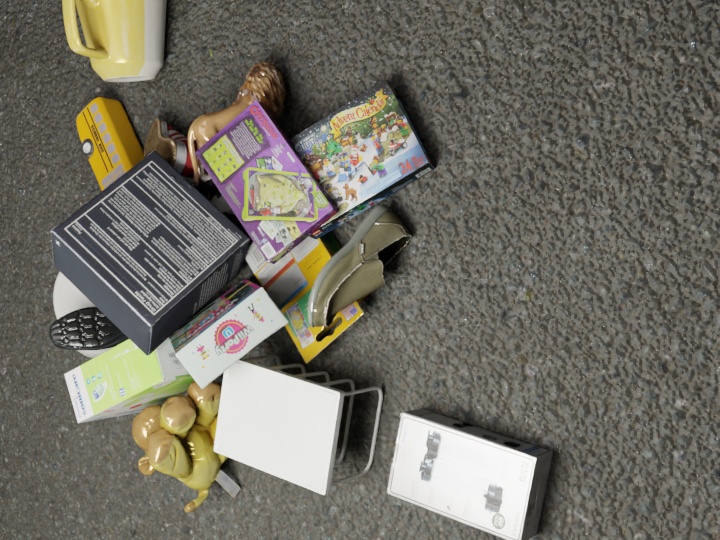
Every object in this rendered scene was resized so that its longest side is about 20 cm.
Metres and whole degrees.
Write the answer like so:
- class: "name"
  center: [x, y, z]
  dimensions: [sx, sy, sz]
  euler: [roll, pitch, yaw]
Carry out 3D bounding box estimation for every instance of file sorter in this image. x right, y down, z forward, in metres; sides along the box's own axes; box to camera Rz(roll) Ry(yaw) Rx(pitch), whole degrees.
- class: "file sorter"
  center: [-0.087, 0.207, 1.358]
  dimensions: [0.198, 0.124, 0.140]
  euler: [13, 98, 32]

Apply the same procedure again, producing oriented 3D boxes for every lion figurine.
- class: "lion figurine"
  center: [-0.186, -0.216, 1.413]
  dimensions: [0.072, 0.199, 0.123]
  euler: [12, 130, 61]

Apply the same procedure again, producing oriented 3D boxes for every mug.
- class: "mug"
  center: [-0.394, -0.382, 1.535]
  dimensions: [0.149, 0.185, 0.155]
  euler: [7, 104, 58]

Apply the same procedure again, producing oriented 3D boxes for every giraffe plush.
- class: "giraffe plush"
  center: [-0.281, 0.257, 1.486]
  dimensions: [0.161, 0.172, 0.202]
  euler: [14, 132, 41]

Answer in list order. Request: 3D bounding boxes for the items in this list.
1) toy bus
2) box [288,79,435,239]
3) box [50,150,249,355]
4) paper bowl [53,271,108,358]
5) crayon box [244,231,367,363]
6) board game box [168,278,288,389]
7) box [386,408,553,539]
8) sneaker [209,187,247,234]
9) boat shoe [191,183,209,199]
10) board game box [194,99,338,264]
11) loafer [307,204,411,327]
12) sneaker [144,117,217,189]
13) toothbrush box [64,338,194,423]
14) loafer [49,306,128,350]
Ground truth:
- class: "toy bus"
  center: [-0.402, -0.182, 1.596]
  dimensions: [0.078, 0.065, 0.201]
  euler: [-35, 71, 25]
- class: "box"
  center: [-0.014, -0.153, 1.338]
  dimensions: [0.199, 0.038, 0.138]
  euler: [-30, 74, 13]
- class: "box"
  center: [-0.303, -0.025, 1.384]
  dimensions: [0.200, 0.198, 0.123]
  euler: [42, 150, 8]
- class: "paper bowl"
  center: [-0.426, 0.046, 1.587]
  dimensions: [0.199, 0.104, 0.203]
  euler: [0, 91, 31]
- class: "crayon box"
  center: [-0.074, 0.016, 1.395]
  dimensions: [0.126, 0.051, 0.201]
  euler: [-41, 69, 25]
- class: "board game box"
  center: [-0.190, 0.082, 1.355]
  dimensions: [0.147, 0.200, 0.065]
  euler: [-38, 102, -9]
- class: "box"
  center: [0.140, 0.263, 1.254]
  dimensions: [0.198, 0.060, 0.118]
  euler: [13, 96, 31]
- class: "sneaker"
  center: [-0.182, -0.111, 1.460]
  dimensions: [0.199, 0.074, 0.089]
  euler: [-21, 57, 37]
- class: "boat shoe"
  center: [-0.334, -0.091, 1.512]
  dimensions: [0.200, 0.063, 0.074]
  euler: [-22, 37, 7]
- class: "board game box"
  center: [-0.132, -0.124, 1.338]
  dimensions: [0.120, 0.032, 0.201]
  euler: [-39, 73, 13]
- class: "loafer"
  center: [0.000, 0.000, 1.299]
  dimensions: [0.069, 0.075, 0.201]
  euler: [31, 73, 16]
- class: "sneaker"
  center: [-0.271, -0.183, 1.521]
  dimensions: [0.200, 0.112, 0.072]
  euler: [44, 117, 57]
- class: "toothbrush box"
  center: [-0.337, 0.160, 1.505]
  dimensions: [0.199, 0.145, 0.087]
  euler: [-25, 77, 29]
- class: "loafer"
  center: [-0.376, 0.088, 1.486]
  dimensions: [0.070, 0.198, 0.069]
  euler: [132, 127, -69]
